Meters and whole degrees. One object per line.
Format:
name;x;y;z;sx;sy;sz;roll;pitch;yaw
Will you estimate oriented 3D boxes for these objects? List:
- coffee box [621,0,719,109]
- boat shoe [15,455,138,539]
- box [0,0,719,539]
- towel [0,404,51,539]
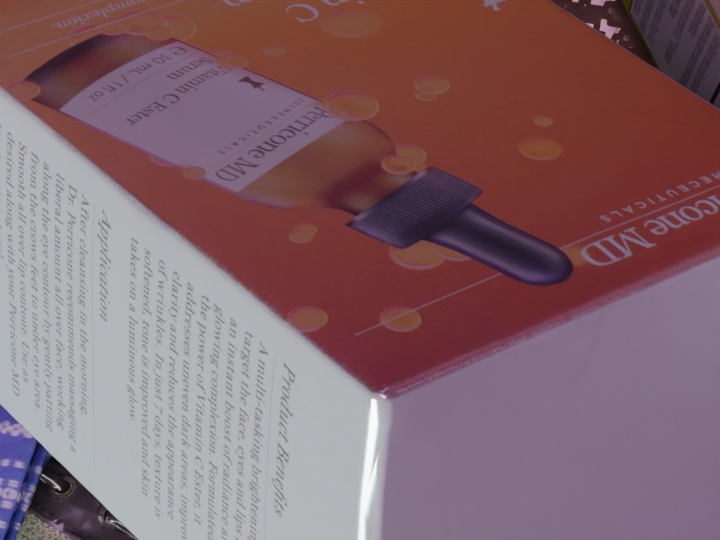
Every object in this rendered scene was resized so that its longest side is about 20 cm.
coffee box;0.187;-0.095;0.730;0.199;0.200;0.198;-26;81;-4
boat shoe;-0.106;0.076;0.818;0.201;0.072;0.066;33;58;21
box;0.000;0.000;0.722;0.152;0.107;0.200;-22;42;-32
towel;-0.152;0.023;0.797;0.144;0.024;0.200;12;50;8
